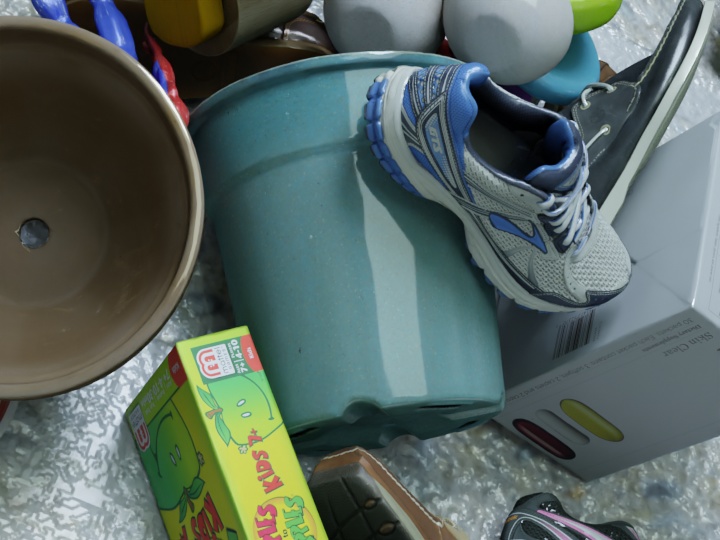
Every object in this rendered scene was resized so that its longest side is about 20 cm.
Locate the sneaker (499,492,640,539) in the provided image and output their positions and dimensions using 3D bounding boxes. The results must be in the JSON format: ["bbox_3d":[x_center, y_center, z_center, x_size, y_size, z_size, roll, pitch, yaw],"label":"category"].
[{"bbox_3d":[0.173,0.204,0.890,0.199,0.080,0.087,35,42,-14],"label":"sneaker"}]

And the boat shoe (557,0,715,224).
[{"bbox_3d":[0.158,-0.093,0.873,0.067,0.072,0.201,32,85,11],"label":"boat shoe"}]

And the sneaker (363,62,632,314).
[{"bbox_3d":[0.093,-0.042,0.763,0.199,0.085,0.078,36,59,-30],"label":"sneaker"}]

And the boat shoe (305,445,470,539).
[{"bbox_3d":[0.033,0.180,0.809,0.201,0.075,0.074,61,30,-23],"label":"boat shoe"}]

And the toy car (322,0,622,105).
[{"bbox_3d":[0.078,-0.162,0.927,0.197,0.152,0.176,7,37,23],"label":"toy car"}]

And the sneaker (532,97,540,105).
[{"bbox_3d":[0.077,-0.217,1.063,0.113,0.076,0.202,11,65,-30],"label":"sneaker"}]

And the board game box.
[{"bbox_3d":[-0.065,0.146,0.776,0.047,0.102,0.202,-12,70,-32],"label":"board game box"}]

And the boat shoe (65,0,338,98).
[{"bbox_3d":[-0.108,-0.155,0.938,0.197,0.071,0.071,11,40,-18],"label":"boat shoe"}]

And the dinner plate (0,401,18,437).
[{"bbox_3d":[-0.283,0.040,0.766,0.198,0.024,0.203,13,58,-22],"label":"dinner plate"}]

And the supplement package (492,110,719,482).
[{"bbox_3d":[0.189,0.024,0.907,0.110,0.199,0.157,33,53,-20],"label":"supplement package"}]

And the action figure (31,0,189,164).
[{"bbox_3d":[-0.151,-0.125,0.841,0.065,0.052,0.202,-27,72,-6],"label":"action figure"}]

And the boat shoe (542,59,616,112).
[{"bbox_3d":[0.164,-0.104,1.016,0.067,0.073,0.201,22,37,6],"label":"boat shoe"}]

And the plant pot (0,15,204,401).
[{"bbox_3d":[-0.184,-0.027,0.763,0.198,0.093,0.204,1,79,-5],"label":"plant pot"}]

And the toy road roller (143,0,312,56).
[{"bbox_3d":[-0.050,-0.226,0.818,0.145,0.202,0.123,18,36,33],"label":"toy road roller"}]

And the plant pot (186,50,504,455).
[{"bbox_3d":[0.000,0.000,0.844,0.198,0.200,0.199,0,72,-28],"label":"plant pot"}]

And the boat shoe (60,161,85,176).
[{"bbox_3d":[-0.227,-0.117,0.854,0.201,0.063,0.073,50,53,3],"label":"boat shoe"}]
